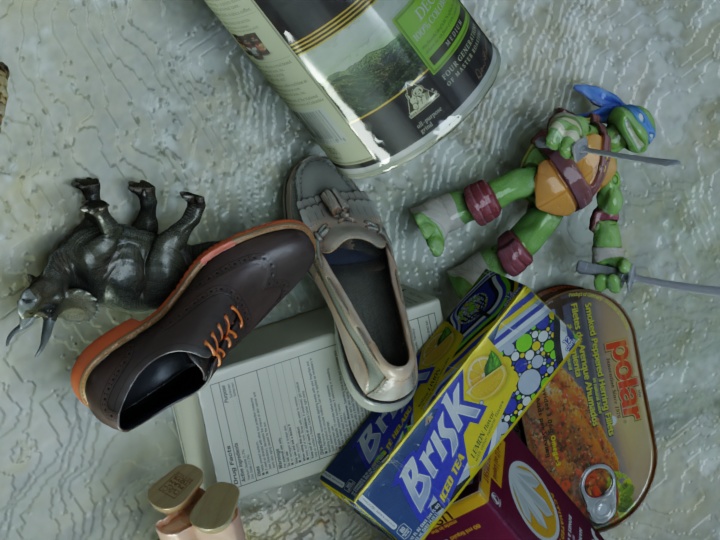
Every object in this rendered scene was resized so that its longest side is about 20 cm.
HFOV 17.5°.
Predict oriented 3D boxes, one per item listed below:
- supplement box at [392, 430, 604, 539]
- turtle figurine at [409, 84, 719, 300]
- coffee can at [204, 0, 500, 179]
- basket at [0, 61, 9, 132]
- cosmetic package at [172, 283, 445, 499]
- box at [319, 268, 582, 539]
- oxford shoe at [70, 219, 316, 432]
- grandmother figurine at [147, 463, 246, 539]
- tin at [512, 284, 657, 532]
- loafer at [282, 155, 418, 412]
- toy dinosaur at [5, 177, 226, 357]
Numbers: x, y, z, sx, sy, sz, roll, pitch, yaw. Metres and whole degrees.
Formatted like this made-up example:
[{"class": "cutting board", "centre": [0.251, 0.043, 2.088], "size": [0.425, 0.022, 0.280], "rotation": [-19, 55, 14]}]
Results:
[{"class": "supplement box", "centre": [0.117, 0.215, 1.777], "size": [0.086, 0.110, 0.200], "rotation": [-29, 117, 24]}, {"class": "turtle figurine", "centre": [0.149, -0.039, 1.727], "size": [0.194, 0.200, 0.144], "rotation": [-31, 154, 4]}, {"class": "coffee can", "centre": [-0.016, -0.185, 1.640], "size": [0.146, 0.146, 0.200], "rotation": [-44, 114, -11]}, {"class": "basket", "centre": [-0.331, -0.065, 1.522], "size": [0.149, 0.143, 0.200], "rotation": [18, 91, -26]}, {"class": "cosmetic package", "centre": [-0.034, 0.089, 1.722], "size": [0.200, 0.073, 0.104], "rotation": [-16, 106, -20]}, {"class": "box", "centre": [0.065, 0.100, 1.694], "size": [0.070, 0.064, 0.200], "rotation": [43, 81, -27]}, {"class": "oxford shoe", "centre": [-0.103, 0.043, 1.624], "size": [0.200, 0.073, 0.071], "rotation": [-40, 128, -7]}, {"class": "grandmother figurine", "centre": [-0.103, 0.227, 1.696], "size": [0.061, 0.121, 0.200], "rotation": [-38, 136, -25]}, {"class": "tin", "centre": [0.170, 0.108, 1.837], "size": [0.112, 0.042, 0.200], "rotation": [-16, 106, -17]}, {"class": "loafer", "centre": [0.000, 0.000, 1.672], "size": [0.072, 0.063, 0.200], "rotation": [-13, 69, -18]}, {"class": "toy dinosaur", "centre": [-0.161, -0.008, 1.659], "size": [0.200, 0.077, 0.103], "rotation": [-5, 113, -29]}]
